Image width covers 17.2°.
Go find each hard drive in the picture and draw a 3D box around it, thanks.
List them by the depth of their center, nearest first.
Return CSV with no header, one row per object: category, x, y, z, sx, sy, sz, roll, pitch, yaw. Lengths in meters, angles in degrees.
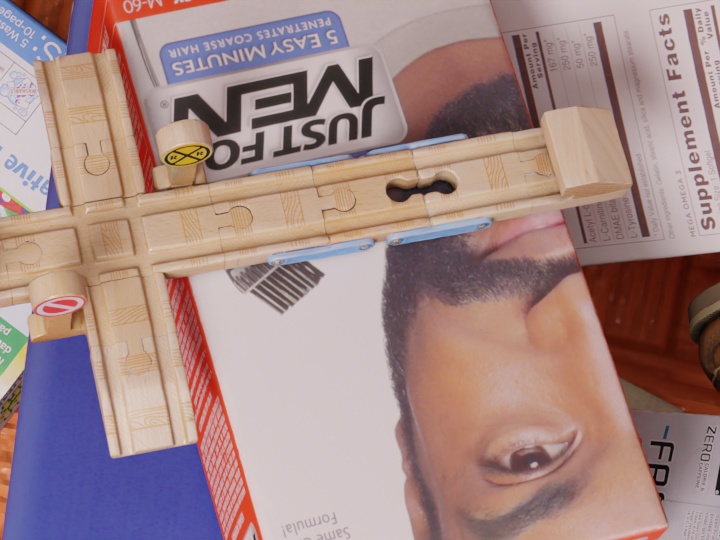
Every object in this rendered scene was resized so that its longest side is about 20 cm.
hard drive,-0.032,0.018,0.715,0.132,0.025,0.201,7,67,-7

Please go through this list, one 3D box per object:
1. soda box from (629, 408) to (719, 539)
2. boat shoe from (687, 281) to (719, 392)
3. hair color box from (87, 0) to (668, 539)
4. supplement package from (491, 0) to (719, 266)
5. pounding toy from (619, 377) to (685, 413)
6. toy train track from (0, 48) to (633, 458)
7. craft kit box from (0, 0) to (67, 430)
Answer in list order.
soda box,0.159,0.095,0.743,0.200,0.068,0.064,18,79,-39
boat shoe,0.195,0.030,0.696,0.199,0.072,0.068,-4,72,15
hair color box,0.000,0.000,0.679,0.111,0.064,0.201,-13,72,-14
supplement package,0.143,-0.074,0.723,0.200,0.114,0.110,-6,104,33
pounding toy,-0.031,0.108,0.771,0.184,0.142,0.200,28,67,3
toy train track,-0.023,-0.019,0.631,0.199,0.033,0.115,-10,70,-12
craft kit box,-0.190,-0.021,0.823,0.200,0.049,0.198,37,81,4
